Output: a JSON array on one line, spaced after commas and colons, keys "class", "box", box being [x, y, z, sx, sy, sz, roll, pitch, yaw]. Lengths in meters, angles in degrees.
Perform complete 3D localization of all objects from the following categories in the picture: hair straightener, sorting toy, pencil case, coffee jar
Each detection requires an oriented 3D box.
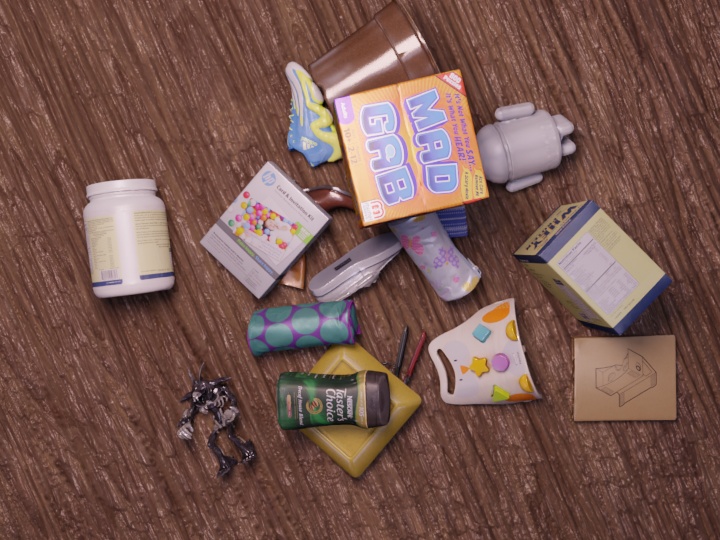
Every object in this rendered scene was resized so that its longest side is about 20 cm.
[{"class": "hair straightener", "box": [0.059, 0.198, 1.550, 0.077, 0.041, 0.200, 20, 95, 9]}, {"class": "sorting toy", "box": [0.227, 0.176, 1.535, 0.180, 0.107, 0.200, -16, 92, 17]}, {"class": "pencil case", "box": [0.137, -0.037, 1.491, 0.091, 0.083, 0.200, -23, 116, 38]}, {"class": "pencil case", "box": [-0.105, 0.106, 1.502, 0.200, 0.092, 0.085, -7, 60, 8]}, {"class": "coffee jar", "box": [-0.046, 0.231, 1.452, 0.200, 0.085, 0.104, -3, 89, 7]}]

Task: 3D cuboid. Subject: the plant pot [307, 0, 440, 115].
[{"class": "plant pot", "box": [0.025, -0.353, 1.465, 0.198, 0.200, 0.200, -29, 92, 5]}]

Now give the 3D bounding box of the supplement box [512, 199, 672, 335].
[{"class": "supplement box", "box": [0.411, -0.007, 1.473, 0.200, 0.200, 0.134, 44, 89, -3]}]

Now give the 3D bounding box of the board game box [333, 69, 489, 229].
[{"class": "board game box", "box": [0.074, -0.187, 1.320, 0.200, 0.200, 0.200, -13, 92, -1]}]

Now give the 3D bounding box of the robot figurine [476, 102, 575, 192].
[{"class": "robot figurine", "box": [0.294, -0.229, 1.508, 0.200, 0.113, 0.170, -17, 117, -1]}]

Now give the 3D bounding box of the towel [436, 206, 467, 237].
[{"class": "towel", "box": [0.115, -0.147, 1.490, 0.145, 0.024, 0.200, -4, 121, 13]}]

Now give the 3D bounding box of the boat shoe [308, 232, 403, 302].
[{"class": "boat shoe", "box": [0.000, 0.000, 1.530, 0.200, 0.074, 0.065, -29, 121, 3]}]

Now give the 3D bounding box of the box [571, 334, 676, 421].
[{"class": "box", "box": [0.508, 0.207, 1.570, 0.200, 0.021, 0.164, -1, 91, -2]}]

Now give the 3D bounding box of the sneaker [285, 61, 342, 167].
[{"class": "sneaker", "box": [-0.107, -0.282, 1.511, 0.105, 0.076, 0.200, -31, 93, -1]}]

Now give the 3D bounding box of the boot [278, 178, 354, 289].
[{"class": "boot", "box": [-0.099, -0.064, 1.519, 0.188, 0.068, 0.200, 9, 91, -3]}]

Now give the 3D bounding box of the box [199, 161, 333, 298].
[{"class": "box", "box": [-0.173, -0.073, 1.489, 0.156, 0.041, 0.200, 44, 100, 4]}]

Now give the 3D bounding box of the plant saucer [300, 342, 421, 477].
[{"class": "plant saucer", "box": [-0.023, 0.255, 1.515, 0.200, 0.048, 0.200, 40, 94, 7]}]

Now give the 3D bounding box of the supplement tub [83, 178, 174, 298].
[{"class": "supplement tub", "box": [-0.419, -0.057, 1.467, 0.145, 0.145, 0.200, -7, 91, -2]}]

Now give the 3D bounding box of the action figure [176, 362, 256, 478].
[{"class": "action figure", "box": [-0.270, 0.274, 1.502, 0.119, 0.102, 0.200, -27, 93, 10]}]
